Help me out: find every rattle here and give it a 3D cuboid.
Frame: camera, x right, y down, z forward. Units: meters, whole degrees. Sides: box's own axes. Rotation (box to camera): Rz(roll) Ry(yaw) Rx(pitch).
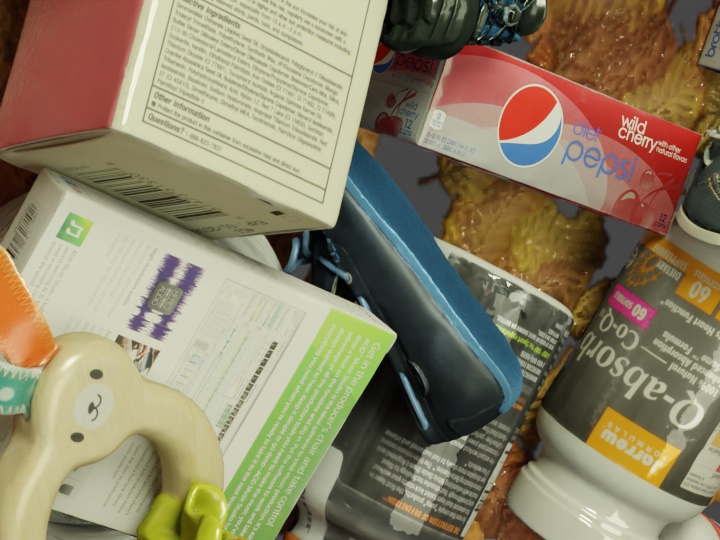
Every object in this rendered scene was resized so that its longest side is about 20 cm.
[{"bbox_3d":[-0.100,0.092,0.907,0.130,0.143,0.200,-25,125,-17],"label":"rattle"}]

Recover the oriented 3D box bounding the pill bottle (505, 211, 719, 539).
[{"bbox_3d":[0.175,0.075,1.255,0.116,0.116,0.200,25,99,-40],"label":"pill bottle"}]

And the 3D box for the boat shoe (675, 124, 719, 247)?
[{"bbox_3d":[0.226,-0.050,1.220,0.200,0.075,0.062,-49,158,-73],"label":"boat shoe"}]

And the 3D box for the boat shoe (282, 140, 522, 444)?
[{"bbox_3d":[0.000,0.000,1.084,0.069,0.200,0.084,-38,166,17],"label":"boat shoe"}]

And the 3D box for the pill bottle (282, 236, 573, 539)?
[{"bbox_3d":[0.027,0.089,1.161,0.106,0.106,0.200,29,87,-40],"label":"pill bottle"}]

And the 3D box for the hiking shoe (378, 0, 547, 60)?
[{"bbox_3d":[0.055,-0.143,1.038,0.087,0.200,0.075,20,109,-7],"label":"hiking shoe"}]

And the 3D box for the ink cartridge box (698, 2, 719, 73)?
[{"bbox_3d":[0.282,-0.202,1.291,0.094,0.044,0.200,17,96,-38],"label":"ink cartridge box"}]

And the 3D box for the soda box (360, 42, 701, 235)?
[{"bbox_3d":[0.093,-0.078,1.176,0.200,0.070,0.064,16,93,-39],"label":"soda box"}]

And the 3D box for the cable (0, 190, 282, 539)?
[{"bbox_3d":[-0.123,0.045,1.059,0.200,0.069,0.200,-28,120,-26],"label":"cable"}]

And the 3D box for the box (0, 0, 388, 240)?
[{"bbox_3d":[-0.069,-0.128,0.974,0.128,0.109,0.200,24,72,-36],"label":"box"}]

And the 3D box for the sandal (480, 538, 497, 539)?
[{"bbox_3d":[0.014,0.215,1.217,0.200,0.079,0.087,-36,121,-23],"label":"sandal"}]

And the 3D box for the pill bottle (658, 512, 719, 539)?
[{"bbox_3d":[0.227,0.225,1.355,0.200,0.112,0.113,32,86,-39],"label":"pill bottle"}]

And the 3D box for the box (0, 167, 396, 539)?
[{"bbox_3d":[-0.096,0.053,0.999,0.200,0.036,0.145,25,100,-34],"label":"box"}]
